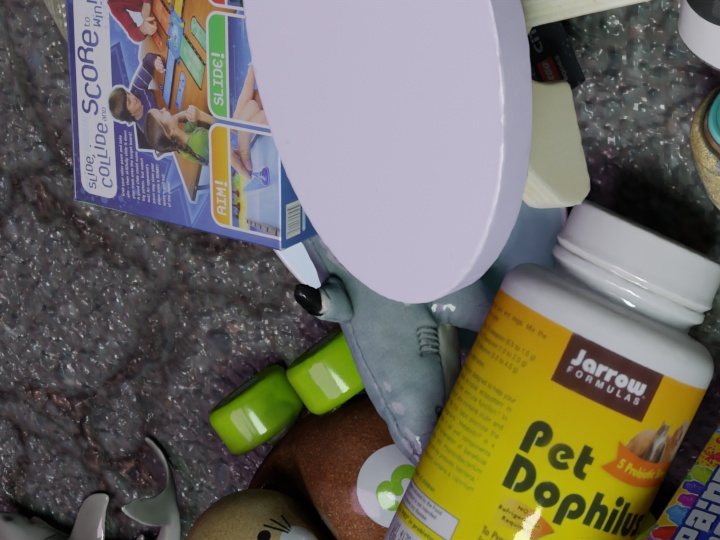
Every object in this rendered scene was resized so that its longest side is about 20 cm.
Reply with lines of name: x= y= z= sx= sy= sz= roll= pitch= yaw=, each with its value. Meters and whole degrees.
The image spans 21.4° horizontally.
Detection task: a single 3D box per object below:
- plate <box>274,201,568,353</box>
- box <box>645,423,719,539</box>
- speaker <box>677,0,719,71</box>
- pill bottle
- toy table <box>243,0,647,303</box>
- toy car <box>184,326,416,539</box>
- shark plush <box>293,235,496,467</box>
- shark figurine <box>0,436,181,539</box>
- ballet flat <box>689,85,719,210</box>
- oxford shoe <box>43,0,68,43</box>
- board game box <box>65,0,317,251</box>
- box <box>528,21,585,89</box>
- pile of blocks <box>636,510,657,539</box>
plate: x=0.022 y=-0.048 z=0.979 sx=0.199 sy=0.026 sz=0.202 roll=20 pitch=130 yaw=25
box: x=0.229 y=0.167 z=0.854 sx=0.191 sy=0.200 sz=0.123 roll=16 pitch=129 yaw=26
speaker: x=0.175 y=-0.177 z=0.732 sx=0.081 sy=0.081 sz=0.201 roll=22 pitch=132 yaw=22
pill bottle: x=0.095 y=0.073 z=0.899 sx=0.109 sy=0.109 sz=0.201 roll=26 pitch=96 yaw=18
toy table: x=0.037 y=-0.101 z=0.768 sx=0.183 sy=0.117 sz=0.202 roll=12 pitch=114 yaw=39
toy car: x=-0.039 y=0.156 z=1.038 sx=0.157 sy=0.200 sz=0.165 roll=-31 pitch=97 yaw=46
shark plush: x=0.000 y=0.000 z=0.951 sx=0.090 sy=0.083 sz=0.201 roll=-13 pitch=113 yaw=42
shark figurine: x=-0.171 y=0.203 z=1.262 sx=0.214 sy=0.090 sz=0.129 roll=-24 pitch=106 yaw=46
ballet flat: x=0.233 y=-0.019 z=0.821 sx=0.199 sy=0.071 sz=0.071 roll=27 pitch=133 yaw=17
oxford shoe: x=-0.120 y=-0.139 z=0.995 sx=0.201 sy=0.057 sz=0.075 roll=59 pitch=146 yaw=10
board game box: x=-0.081 y=-0.121 z=0.898 sx=0.134 sy=0.034 sz=0.202 roll=14 pitch=113 yaw=33
box: x=0.004 y=-0.153 z=0.880 sx=0.136 sy=0.038 sz=0.201 roll=-17 pitch=100 yaw=40
pile of blocks: x=0.161 y=0.160 z=1.014 sx=0.062 sy=0.082 sz=0.200 roll=-38 pitch=108 yaw=3
